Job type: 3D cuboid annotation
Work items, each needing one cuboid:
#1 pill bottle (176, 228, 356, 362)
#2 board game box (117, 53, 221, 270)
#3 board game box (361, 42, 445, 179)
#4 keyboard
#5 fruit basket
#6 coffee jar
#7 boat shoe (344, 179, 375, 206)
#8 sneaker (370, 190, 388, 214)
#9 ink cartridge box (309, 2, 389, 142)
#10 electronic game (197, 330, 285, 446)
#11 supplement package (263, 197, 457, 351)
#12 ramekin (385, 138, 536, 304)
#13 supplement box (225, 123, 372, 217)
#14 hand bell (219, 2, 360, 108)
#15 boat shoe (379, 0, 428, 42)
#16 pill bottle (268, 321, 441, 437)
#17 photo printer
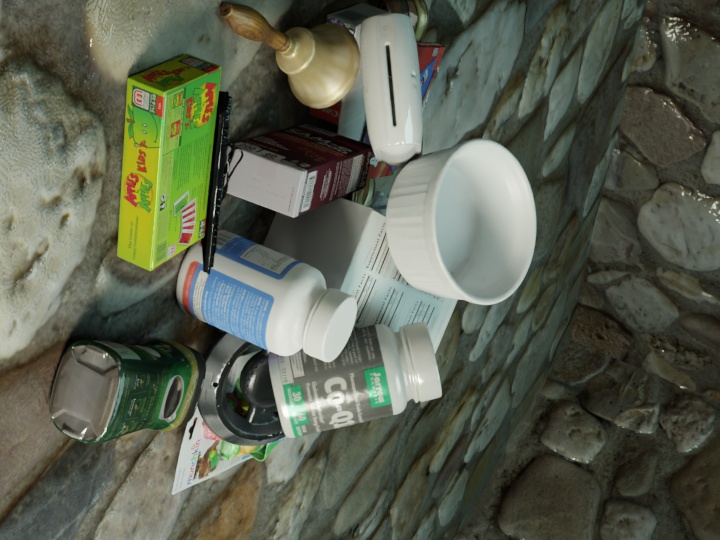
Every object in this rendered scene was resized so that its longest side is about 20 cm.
[{"bbox_3d":[-0.109,0.034,1.362,0.113,0.198,0.113,-52,155,-36],"label":"pill bottle"},{"bbox_3d":[-0.200,-0.112,1.196,0.102,0.047,0.202,-41,147,-54],"label":"board game box"},{"bbox_3d":[0.051,-0.222,1.605,0.103,0.019,0.202,-15,132,-54],"label":"board game box"},{"bbox_3d":[-0.150,-0.104,1.278,0.104,0.039,0.202,-106,-157,-57],"label":"keyboard"},{"bbox_3d":[-0.166,0.198,1.548,0.199,0.093,0.187,-19,129,-61],"label":"fruit basket"},{"bbox_3d":[-0.249,0.128,1.262,0.200,0.084,0.106,9,99,-69],"label":"coffee jar"},{"bbox_3d":[-0.040,-0.060,1.652,0.074,0.075,0.203,18,85,-65],"label":"boat shoe"},{"bbox_3d":[0.048,-0.043,1.830,0.200,0.074,0.116,49,45,-63],"label":"sneaker"},{"bbox_3d":[-0.020,-0.246,1.533,0.109,0.050,0.202,-38,145,-57],"label":"ink cartridge box"},{"bbox_3d":[-0.119,0.137,1.478,0.198,0.042,0.202,-15,122,-26],"label":"electronic game"},{"bbox_3d":[0.000,0.000,1.530,0.199,0.190,0.149,24,88,-41],"label":"supplement package"},{"bbox_3d":[0.123,-0.059,1.433,0.199,0.097,0.203,1,89,-43],"label":"ramekin"},{"bbox_3d":[-0.075,-0.128,1.421,0.200,0.108,0.062,-30,137,-62],"label":"supplement box"},{"bbox_3d":[-0.093,-0.260,1.302,0.199,0.103,0.105,15,97,-59],"label":"hand bell"},{"bbox_3d":[0.032,-0.294,1.613,0.067,0.072,0.202,-5,130,-31],"label":"boat shoe"},{"bbox_3d":[-0.006,0.130,1.407,0.113,0.197,0.115,167,-90,-89],"label":"pill bottle"},{"bbox_3d":[0.039,-0.217,1.397,0.200,0.068,0.169,-4,89,-87],"label":"photo printer"}]
